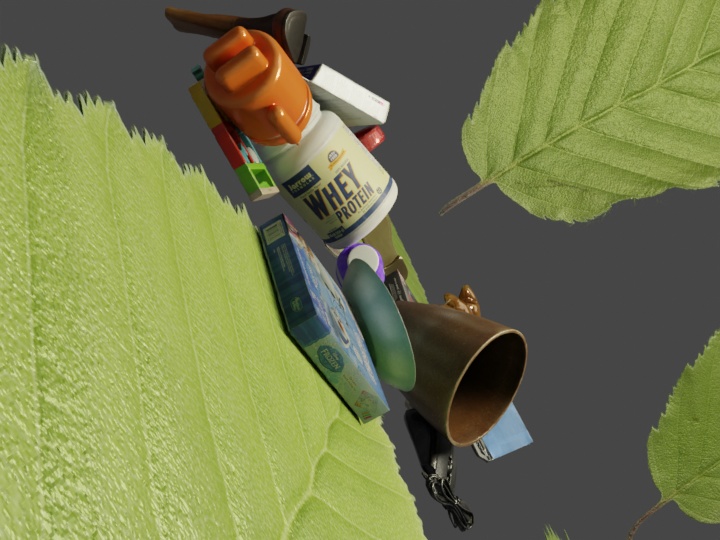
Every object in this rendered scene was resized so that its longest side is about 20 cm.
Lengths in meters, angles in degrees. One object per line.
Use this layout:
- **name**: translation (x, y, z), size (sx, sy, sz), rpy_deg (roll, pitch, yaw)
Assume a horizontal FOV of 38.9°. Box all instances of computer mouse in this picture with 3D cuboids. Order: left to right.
- **computer mouse**: translation (0.121, 0.282, 1.537), size (0.139, 0.052, 0.201), rpy_deg (53, 10, -41)

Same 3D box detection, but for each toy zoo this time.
- **toy zoo**: translation (-0.178, -0.188, 1.391), size (0.201, 0.020, 0.131), rpy_deg (60, 7, -3)

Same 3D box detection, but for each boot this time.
- **boot**: translation (-0.173, -0.347, 1.421), size (0.197, 0.069, 0.188), rpy_deg (15, 9, 0)

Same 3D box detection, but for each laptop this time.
- **laptop**: translation (0.286, 0.321, 2.299), size (0.189, 0.115, 0.200), rpy_deg (63, 7, 21)

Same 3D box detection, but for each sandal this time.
- **sandal**: translation (0.040, -0.066, 2.346), size (0.213, 0.077, 0.070), rpy_deg (65, -15, -18)

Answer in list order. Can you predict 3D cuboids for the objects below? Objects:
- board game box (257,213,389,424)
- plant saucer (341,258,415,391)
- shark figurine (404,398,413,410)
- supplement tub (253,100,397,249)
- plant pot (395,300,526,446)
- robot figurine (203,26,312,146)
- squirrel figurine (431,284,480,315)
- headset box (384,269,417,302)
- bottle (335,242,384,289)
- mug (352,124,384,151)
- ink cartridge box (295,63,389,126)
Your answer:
- **board game box**: translation (-0.046, 0.059, 1.268), size (0.200, 0.043, 0.201), rpy_deg (56, 8, -41)
- **plant saucer**: translation (0.013, 0.083, 1.434), size (0.202, 0.038, 0.202), rpy_deg (55, -22, 35)
- **shark figurine**: translation (0.123, 0.186, 1.728), size (0.129, 0.089, 0.215), rpy_deg (60, 16, -28)
- **supplement tub**: translation (-0.055, -0.148, 1.545), size (0.200, 0.145, 0.145), rpy_deg (46, 11, -18)
- **plant pot**: translation (0.114, 0.130, 1.526), size (0.199, 0.188, 0.187), rpy_deg (30, -12, 35)
- **robot figurine**: translation (-0.134, -0.243, 1.363), size (0.142, 0.118, 0.200), rpy_deg (14, -15, 25)
- **squirrel figurine**: translation (0.275, 0.157, 2.814), size (0.201, 0.141, 0.187), rpy_deg (59, 13, 4)
- **headset box**: translation (0.085, 0.106, 1.878), size (0.201, 0.074, 0.149), rpy_deg (58, 8, -26)
- **bottle**: translation (0.000, 0.000, 1.581), size (0.084, 0.065, 0.200), rpy_deg (60, -6, 7)
- **mug**: translation (-0.047, -0.177, 1.726), size (0.200, 0.175, 0.135), rpy_deg (-108, -165, -78)
- **ink cartridge box**: translation (-0.088, -0.278, 1.578), size (0.199, 0.044, 0.195), rpy_deg (25, -12, -39)
